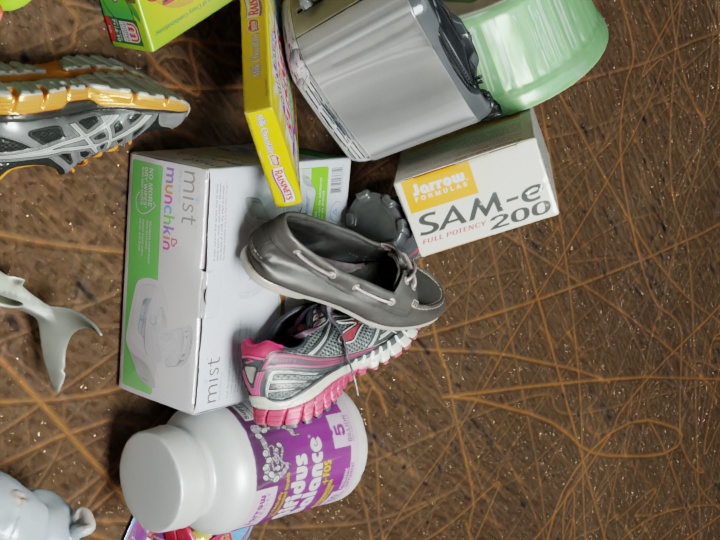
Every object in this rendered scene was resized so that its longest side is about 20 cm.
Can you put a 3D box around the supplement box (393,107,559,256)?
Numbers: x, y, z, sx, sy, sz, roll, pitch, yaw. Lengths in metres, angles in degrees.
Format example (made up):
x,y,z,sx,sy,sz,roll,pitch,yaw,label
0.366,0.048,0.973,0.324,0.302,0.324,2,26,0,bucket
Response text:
x,y,z,sx,sy,sz,roll,pitch,yaw,label
0.104,-0.091,1.338,0.200,0.126,0.074,-75,146,-70,supplement box

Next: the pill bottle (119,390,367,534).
x,y,z,sx,sy,sz,roll,pitch,yaw,label
-0.098,0.159,1.263,0.200,0.112,0.113,-9,108,-45,pill bottle

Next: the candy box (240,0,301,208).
x,y,z,sx,sy,sz,roll,pitch,yaw,label
-0.072,-0.155,1.189,0.102,0.026,0.200,70,10,-47,candy box

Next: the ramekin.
x,y,z,sx,sy,sz,roll,pitch,yaw,label
0.118,-0.229,1.378,0.200,0.200,0.098,-46,127,-32,ramekin

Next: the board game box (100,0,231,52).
x,y,z,sx,sy,sz,roll,pitch,yaw,label
-0.163,-0.277,1.120,0.102,0.048,0.200,-42,131,-37,board game box

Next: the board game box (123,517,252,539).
x,y,z,sx,sy,sz,roll,pitch,yaw,label
-0.132,0.226,1.330,0.158,0.039,0.200,35,74,-51,board game box

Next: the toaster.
x,y,z,sx,sy,sz,roll,pitch,yaw,label
0.021,-0.174,1.235,0.200,0.129,0.114,51,22,-47,toaster

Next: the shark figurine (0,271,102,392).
x,y,z,sx,sy,sz,roll,pitch,yaw,label
-0.287,0.030,1.063,0.090,0.128,0.214,-50,161,8,shark figurine

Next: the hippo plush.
x,y,z,sx,sy,sz,roll,pitch,yaw,label
-0.252,0.235,1.085,0.200,0.159,0.161,46,66,-48,hippo plush

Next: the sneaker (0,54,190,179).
x,y,z,sx,sy,sz,roll,pitch,yaw,label
-0.211,-0.110,1.102,0.200,0.078,0.077,-8,121,-47,sneaker

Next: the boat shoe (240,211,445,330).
x,y,z,sx,sy,sz,roll,pitch,yaw,label
0.000,0.000,1.201,0.200,0.067,0.057,14,134,-35,boat shoe

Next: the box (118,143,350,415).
x,y,z,sx,sy,sz,roll,pitch,yaw,label
-0.102,0.001,1.249,0.176,0.097,0.200,-11,110,-50,box

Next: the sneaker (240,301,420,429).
x,y,z,sx,sy,sz,roll,pitch,yaw,label
-0.019,0.051,1.232,0.200,0.081,0.075,-39,120,-45,sneaker

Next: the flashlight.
x,y,z,sx,sy,sz,roll,pitch,yaw,label
0.025,-0.042,1.357,0.200,0.068,0.068,18,90,-79,flashlight

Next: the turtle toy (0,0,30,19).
x,y,z,sx,sy,sz,roll,pitch,yaw,label
-0.273,-0.194,0.948,0.200,0.146,0.101,-33,146,-42,turtle toy
